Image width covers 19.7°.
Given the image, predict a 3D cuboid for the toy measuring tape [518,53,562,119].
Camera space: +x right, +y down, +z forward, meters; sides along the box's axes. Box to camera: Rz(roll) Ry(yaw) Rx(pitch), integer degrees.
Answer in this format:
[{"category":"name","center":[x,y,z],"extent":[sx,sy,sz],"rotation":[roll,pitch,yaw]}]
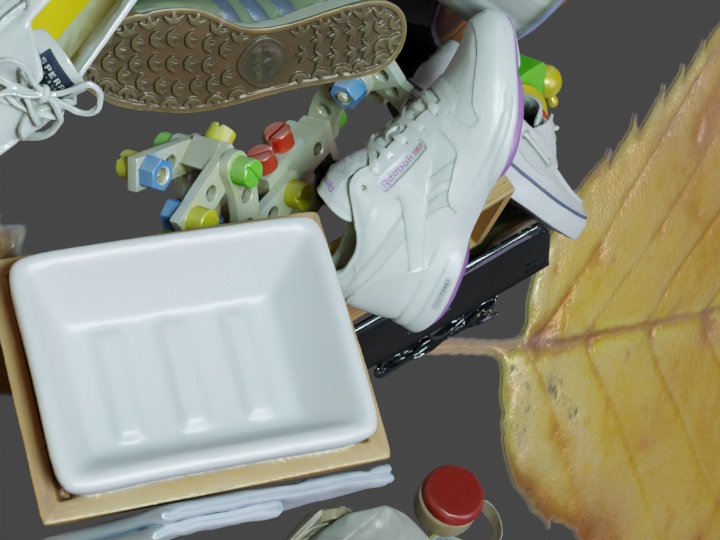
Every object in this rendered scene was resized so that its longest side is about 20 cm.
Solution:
[{"category":"toy measuring tape","center":[0.072,-0.085,1.458],"extent":[0.200,0.073,0.074],"rotation":[-35,132,-28]}]

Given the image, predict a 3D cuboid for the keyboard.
[{"category":"keyboard","center":[0.044,0.032,1.430],"extent":[0.199,0.021,0.127],"rotation":[-29,159,-7]}]

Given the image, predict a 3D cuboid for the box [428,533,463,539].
[{"category":"box","center":[0.046,0.283,1.542],"extent":[0.200,0.117,0.049],"rotation":[-36,131,-39]}]

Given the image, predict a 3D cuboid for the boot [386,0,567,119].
[{"category":"boot","center":[0.088,-0.216,1.413],"extent":[0.200,0.068,0.189],"rotation":[-44,137,-34]}]

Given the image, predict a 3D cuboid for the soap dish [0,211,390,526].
[{"category":"soap dish","center":[-0.100,0.057,1.164],"extent":[0.199,0.158,0.081],"rotation":[-9,157,-19]}]

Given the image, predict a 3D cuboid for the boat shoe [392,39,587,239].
[{"category":"boat shoe","center":[0.101,-0.088,1.395],"extent":[0.200,0.072,0.066],"rotation":[36,91,-39]}]

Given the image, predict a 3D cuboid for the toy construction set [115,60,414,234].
[{"category":"toy construction set","center":[-0.054,-0.071,1.275],"extent":[0.200,0.092,0.131],"rotation":[-39,134,-23]}]

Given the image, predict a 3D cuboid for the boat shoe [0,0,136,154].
[{"category":"boat shoe","center":[-0.173,-0.104,1.087],"extent":[0.202,0.086,0.075],"rotation":[-52,140,-19]}]

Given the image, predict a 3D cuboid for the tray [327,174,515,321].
[{"category":"tray","center":[0.000,0.000,1.326],"extent":[0.200,0.037,0.099],"rotation":[-30,168,-19]}]

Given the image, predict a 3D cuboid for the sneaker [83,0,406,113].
[{"category":"sneaker","center":[-0.080,-0.145,1.215],"extent":[0.199,0.090,0.067],"rotation":[-8,125,-19]}]

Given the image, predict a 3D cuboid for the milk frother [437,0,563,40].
[{"category":"milk frother","center":[0.071,-0.249,1.194],"extent":[0.188,0.200,0.181],"rotation":[32,90,-24]}]

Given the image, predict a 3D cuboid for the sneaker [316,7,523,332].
[{"category":"sneaker","center":[0.034,-0.063,1.225],"extent":[0.099,0.075,0.201],"rotation":[17,103,-13]}]

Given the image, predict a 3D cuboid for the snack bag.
[{"category":"snack bag","center":[-0.108,0.152,1.223],"extent":[0.200,0.188,0.022],"rotation":[-5,78,-49]}]

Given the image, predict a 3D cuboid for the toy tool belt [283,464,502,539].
[{"category":"toy tool belt","center":[0.001,0.227,1.479],"extent":[0.200,0.125,0.123],"rotation":[-38,165,-34]}]

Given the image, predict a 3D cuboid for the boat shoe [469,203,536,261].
[{"category":"boat shoe","center":[0.058,-0.014,1.462],"extent":[0.200,0.074,0.067],"rotation":[-21,146,-40]}]
